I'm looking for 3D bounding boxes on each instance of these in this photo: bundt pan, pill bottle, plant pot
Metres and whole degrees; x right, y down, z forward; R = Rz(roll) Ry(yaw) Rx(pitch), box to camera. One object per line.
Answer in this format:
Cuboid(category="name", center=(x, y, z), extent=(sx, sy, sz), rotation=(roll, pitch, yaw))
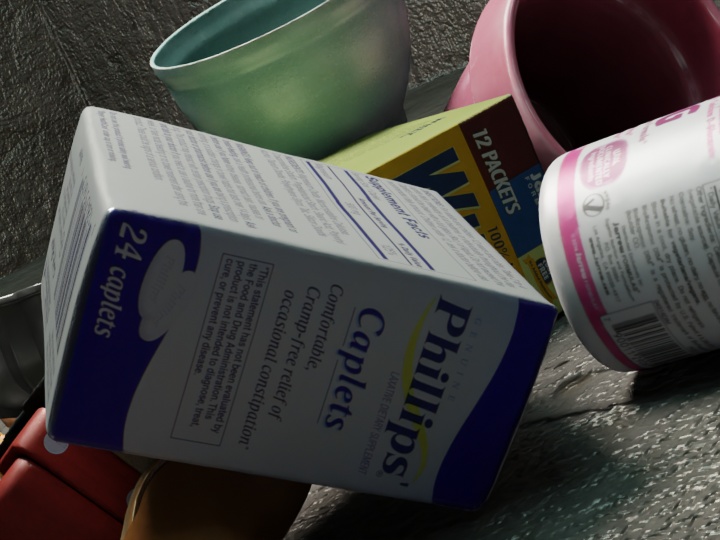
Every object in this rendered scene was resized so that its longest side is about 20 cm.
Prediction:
Cuboid(category="bundt pan", center=(-0.204, 0.052, 0.969), extent=(0.200, 0.076, 0.202), rotation=(-19, -4, -1))
Cuboid(category="pill bottle", center=(0.194, -0.031, 0.620), extent=(0.199, 0.114, 0.113), rotation=(-19, 12, 30))
Cuboid(category="plant pot", center=(-0.043, -0.145, 1.031), extent=(0.199, 0.135, 0.201), rotation=(-22, 22, 10))
Cuboid(category="plant pot", center=(0.145, -0.107, 0.956), extent=(0.199, 0.201, 0.179), rotation=(-31, -3, -30))

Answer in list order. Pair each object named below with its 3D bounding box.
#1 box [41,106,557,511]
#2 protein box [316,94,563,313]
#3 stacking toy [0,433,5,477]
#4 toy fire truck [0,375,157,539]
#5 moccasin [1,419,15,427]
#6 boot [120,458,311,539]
Cuboid(category="box", center=(-0.040, 0.013, 0.629), extent=(0.198, 0.106, 0.184), rotation=(12, 16, -18))
Cuboid(category="protein box", center=(0.000, 0.000, 0.868), extent=(0.198, 0.136, 0.200), rotation=(-30, 11, -24))
Cuboid(category="stacking toy", center=(-0.227, 0.094, 1.094), extent=(0.200, 0.116, 0.109), rotation=(-45, 16, -30))
Cuboid(category="toy fire truck", center=(-0.185, 0.143, 0.671), extent=(0.201, 0.128, 0.176), rotation=(-57, 8, -30))
Cuboid(category="moccasin", center=(-0.259, 0.067, 1.248), extent=(0.201, 0.078, 0.074), rotation=(-43, 23, -3))
Cuboid(category="boot", center=(-0.055, 0.131, 0.552), extent=(0.200, 0.074, 0.154), rotation=(-42, 19, -32))
